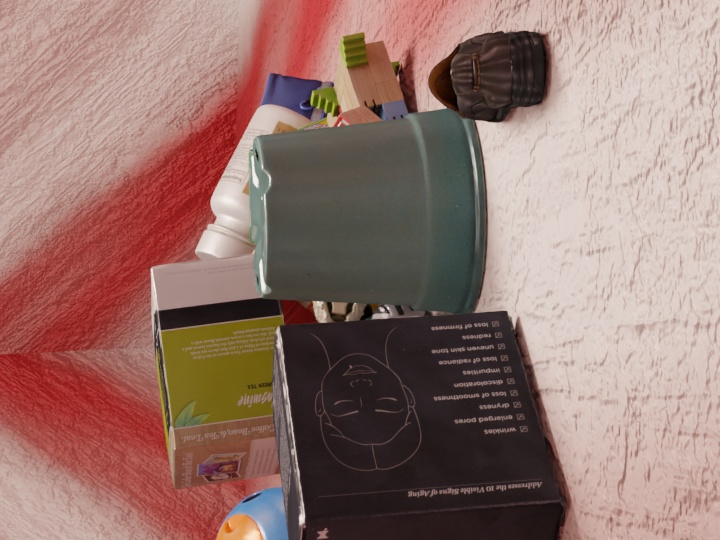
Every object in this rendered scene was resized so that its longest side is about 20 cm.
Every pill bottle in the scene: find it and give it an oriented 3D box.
[{"bbox_3d":[-0.119,-0.090,1.892,0.202,0.113,0.114,-64,4,-12],"label":"pill bottle"}]

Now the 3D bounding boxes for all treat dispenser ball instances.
[{"bbox_3d":[-0.113,0.414,2.223,0.201,0.198,0.204,178,90,-81],"label":"treat dispenser ball"}]

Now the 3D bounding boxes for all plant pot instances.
[{"bbox_3d":[-0.001,-0.051,1.425,0.200,0.194,0.203,177,90,-81],"label":"plant pot"}]

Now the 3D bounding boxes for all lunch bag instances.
[{"bbox_3d":[-0.070,-0.164,2.055,0.201,0.131,0.137,98,-177,-49],"label":"lunch bag"}]

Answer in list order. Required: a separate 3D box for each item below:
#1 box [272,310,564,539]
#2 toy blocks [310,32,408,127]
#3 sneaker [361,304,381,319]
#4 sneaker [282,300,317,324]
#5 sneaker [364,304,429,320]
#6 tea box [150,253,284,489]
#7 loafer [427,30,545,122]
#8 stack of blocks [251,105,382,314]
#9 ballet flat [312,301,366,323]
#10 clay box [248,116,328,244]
[{"bbox_3d":[0.037,0.148,1.214,0.198,0.197,0.125,-101,11,-47],"label":"box"},{"bbox_3d":[0.013,-0.151,1.701,0.200,0.099,0.138,105,149,-64],"label":"toy blocks"},{"bbox_3d":[0.000,0.000,1.744,0.077,0.082,0.202,-27,66,38],"label":"sneaker"},{"bbox_3d":[-0.083,0.033,1.853,0.116,0.078,0.201,-47,8,40],"label":"sneaker"},{"bbox_3d":[0.044,0.079,1.578,0.200,0.074,0.088,96,151,-84],"label":"sneaker"},{"bbox_3d":[-0.148,0.111,1.641,0.200,0.132,0.199,111,152,-70],"label":"tea box"},{"bbox_3d":[0.088,-0.156,1.226,0.200,0.071,0.074,168,99,-82],"label":"loafer"},{"bbox_3d":[-0.016,-0.057,1.631,0.201,0.115,0.058,-56,-13,27],"label":"stack of blocks"},{"bbox_3d":[-0.009,-0.031,1.549,0.072,0.071,0.203,-132,48,-76],"label":"ballet flat"},{"bbox_3d":[-0.054,-0.111,1.828,0.199,0.047,0.116,-30,-52,-49],"label":"clay box"}]
